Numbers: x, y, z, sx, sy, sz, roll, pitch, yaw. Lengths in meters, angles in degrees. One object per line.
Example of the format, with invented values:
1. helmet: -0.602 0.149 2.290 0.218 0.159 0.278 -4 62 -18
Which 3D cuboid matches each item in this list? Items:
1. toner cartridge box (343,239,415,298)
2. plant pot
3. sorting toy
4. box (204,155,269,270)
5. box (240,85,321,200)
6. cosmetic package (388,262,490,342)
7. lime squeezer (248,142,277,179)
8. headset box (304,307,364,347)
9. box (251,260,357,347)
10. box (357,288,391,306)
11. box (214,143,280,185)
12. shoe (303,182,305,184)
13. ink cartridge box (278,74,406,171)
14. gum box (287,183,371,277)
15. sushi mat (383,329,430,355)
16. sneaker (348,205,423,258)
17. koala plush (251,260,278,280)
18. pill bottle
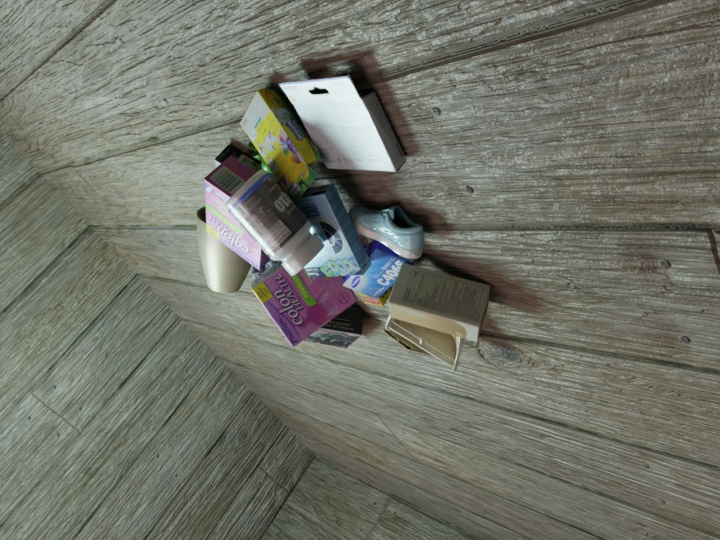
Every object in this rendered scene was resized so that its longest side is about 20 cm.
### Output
1. toner cartridge box: 0.040 -0.006 1.420 0.093 0.044 0.200 21 149 -14
2. plant pot: -0.361 -0.050 1.700 0.185 0.186 0.204 25 115 27
3. sorting toy: 0.170 0.105 1.449 0.198 0.107 0.182 31 147 18
4. box: -0.272 -0.133 1.484 0.174 0.097 0.201 35 148 11
5. box: -0.154 -0.251 1.257 0.202 0.048 0.117 58 144 3
6. cosmetic package: 0.165 0.066 1.319 0.196 0.107 0.072 16 152 17
7. lime squeezer: -0.204 -0.242 1.387 0.201 0.038 0.070 50 -173 27
8. headset box: -0.080 0.160 1.834 0.145 0.079 0.200 11 160 -13
9. box: -0.138 0.049 1.542 0.178 0.198 0.097 56 179 -14
10. box: 0.000 0.000 1.550 0.074 0.050 0.201 9 142 45
11. box: -0.256 -0.209 1.538 0.198 0.060 0.117 32 155 17
12. shoe: -0.147 -0.229 1.376 0.070 0.053 0.201 52 157 23
13. ink cartridge box: -0.032 -0.272 1.143 0.197 0.041 0.202 13 145 44
14. gum box: -0.086 -0.080 1.352 0.167 0.045 0.203 -3 124 40
15. sushi mat: 0.140 0.189 1.592 0.095 0.012 0.199 35 -173 35
16. sneaker: 0.056 -0.104 1.297 0.198 0.073 0.084 30 125 30
17. koala plush: -0.183 -0.014 1.663 0.177 0.185 0.199 45 142 -14
18. pill bottle: -0.171 -0.095 1.281 0.201 0.114 0.113 48 154 -10
